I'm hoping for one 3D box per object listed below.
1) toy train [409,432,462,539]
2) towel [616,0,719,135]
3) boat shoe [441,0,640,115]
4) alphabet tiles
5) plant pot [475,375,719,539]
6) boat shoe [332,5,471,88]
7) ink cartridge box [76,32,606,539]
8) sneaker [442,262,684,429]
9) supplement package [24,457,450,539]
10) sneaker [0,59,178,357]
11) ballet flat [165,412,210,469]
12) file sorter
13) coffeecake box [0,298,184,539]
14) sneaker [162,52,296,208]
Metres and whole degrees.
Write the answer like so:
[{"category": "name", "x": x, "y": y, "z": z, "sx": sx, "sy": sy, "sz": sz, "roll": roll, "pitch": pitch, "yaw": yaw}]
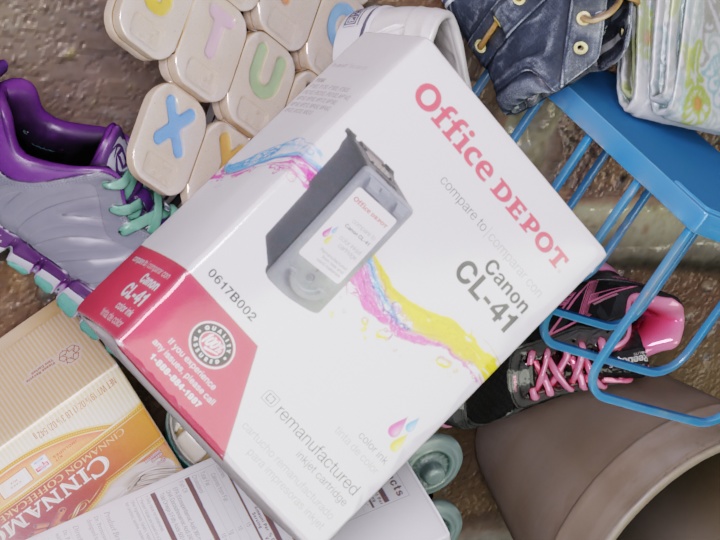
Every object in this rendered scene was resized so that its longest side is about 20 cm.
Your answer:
[{"category": "toy train", "x": -0.001, "y": 0.151, "z": 1.225, "sx": 0.114, "sy": 0.085, "sz": 0.201, "roll": -13, "pitch": 128, "yaw": -16}, {"category": "towel", "x": 0.229, "y": -0.159, "z": 1.136, "sx": 0.199, "sy": 0.048, "sz": 0.172, "roll": 6, "pitch": 91, "yaw": -40}, {"category": "boat shoe", "x": 0.122, "y": -0.155, "z": 1.007, "sx": 0.071, "sy": 0.091, "sz": 0.200, "roll": -23, "pitch": 174, "yaw": -37}, {"category": "alphabet tiles", "x": -0.044, "y": -0.112, "z": 0.973, "sx": 0.200, "sy": 0.015, "sz": 0.196, "roll": 36, "pitch": 66, "yaw": -46}, {"category": "plant pot", "x": 0.169, "y": 0.139, "z": 1.269, "sx": 0.199, "sy": 0.174, "sz": 0.201, "roll": -19, "pitch": 130, "yaw": -24}, {"category": "boat shoe", "x": 0.040, "y": -0.039, "z": 1.016, "sx": 0.072, "sy": 0.066, "sz": 0.201, "roll": -25, "pitch": 110, "yaw": -51}, {"category": "ink cartridge box", "x": -0.008, "y": 0.007, "z": 0.925, "sx": 0.200, "sy": 0.086, "sz": 0.148, "roll": -45, "pitch": 110, "yaw": -7}, {"category": "sneaker", "x": 0.123, "y": 0.047, "z": 1.191, "sx": 0.200, "sy": 0.095, "sz": 0.079, "roll": -26, "pitch": 124, "yaw": -43}, {"category": "supplement package", "x": -0.058, "y": 0.170, "z": 1.043, "sx": 0.199, "sy": 0.110, "sz": 0.114, "roll": -24, "pitch": 139, "yaw": -10}, {"category": "sneaker", "x": -0.112, "y": -0.017, "z": 0.948, "sx": 0.200, "sy": 0.075, "sz": 0.088, "roll": 31, "pitch": 131, "yaw": -9}, {"category": "ballet flat", "x": -0.066, "y": 0.067, "z": 1.070, "sx": 0.070, "sy": 0.067, "sz": 0.200, "roll": -35, "pitch": 171, "yaw": -49}, {"category": "file sorter", "x": 0.143, "y": -0.024, "z": 1.117, "sx": 0.138, "sy": 0.200, "sz": 0.123, "roll": 17, "pitch": 114, "yaw": -42}, {"category": "coffeecake box", "x": -0.173, "y": 0.137, "z": 1.090, "sx": 0.153, "sy": 0.073, "sz": 0.200, "roll": -36, "pitch": 136, "yaw": -11}, {"category": "sneaker", "x": -0.051, "y": -0.048, "z": 1.041, "sx": 0.078, "sy": 0.079, "sz": 0.200, "roll": 26, "pitch": 102, "yaw": -44}]
